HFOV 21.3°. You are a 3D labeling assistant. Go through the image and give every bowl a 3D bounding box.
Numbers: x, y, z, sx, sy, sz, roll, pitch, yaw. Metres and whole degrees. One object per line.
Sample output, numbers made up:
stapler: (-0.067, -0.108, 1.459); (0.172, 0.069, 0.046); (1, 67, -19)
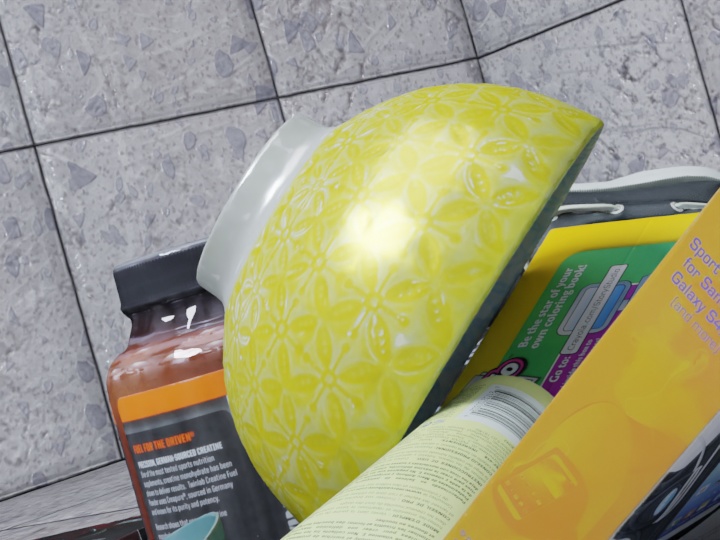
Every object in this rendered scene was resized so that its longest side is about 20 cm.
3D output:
bowl: (0.000, 0.000, 0.758); (0.201, 0.107, 0.200); (-58, -6, -10)

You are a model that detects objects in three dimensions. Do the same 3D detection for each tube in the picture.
tube: (0.014, 0.086, 0.610); (0.058, 0.052, 0.200); (-45, -7, 26)

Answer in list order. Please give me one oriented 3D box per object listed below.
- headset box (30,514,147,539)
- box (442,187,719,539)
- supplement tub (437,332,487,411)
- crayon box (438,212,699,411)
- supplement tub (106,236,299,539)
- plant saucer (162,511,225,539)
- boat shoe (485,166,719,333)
headset box: (-0.183, 0.189, 0.988); (0.148, 0.076, 0.200); (-16, 0, 25)
box: (0.102, 0.025, 0.504); (0.119, 0.042, 0.201); (-15, -35, -47)
supplement tub: (0.058, 0.095, 0.950); (0.199, 0.123, 0.122); (-17, -1, 41)
crayon box: (0.118, 0.056, 0.760); (0.172, 0.058, 0.200); (-7, 34, 39)
supplement tub: (-0.051, 0.085, 0.860); (0.106, 0.201, 0.107); (-16, 1, 0)
plant saucer: (-0.121, 0.164, 0.707); (0.200, 0.027, 0.200); (-40, 4, 3)
boat shoe: (0.106, -0.005, 0.956); (0.199, 0.076, 0.060); (-17, 28, -6)
